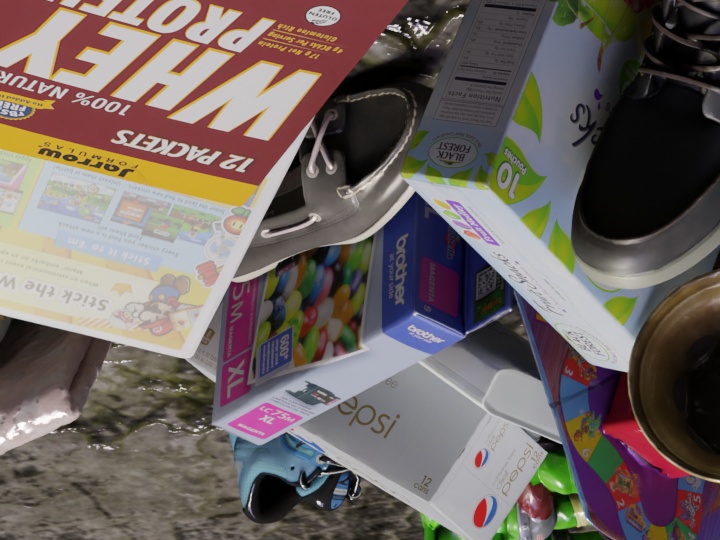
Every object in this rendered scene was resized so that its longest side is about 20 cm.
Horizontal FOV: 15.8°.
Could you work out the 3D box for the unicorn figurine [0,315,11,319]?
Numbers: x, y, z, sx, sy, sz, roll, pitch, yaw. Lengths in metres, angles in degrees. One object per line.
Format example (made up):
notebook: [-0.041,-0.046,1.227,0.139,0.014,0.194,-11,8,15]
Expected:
unicorn figurine: [-0.217,-0.051,1.247,0.074,0.138,0.200,-20,160,17]

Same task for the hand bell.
hand bell: [0.194,0.084,1.245,0.104,0.105,0.200,-6,156,13]

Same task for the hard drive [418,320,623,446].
hard drive: [0.067,0.047,1.358,0.132,0.027,0.200,23,-174,-33]

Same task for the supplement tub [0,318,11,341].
supplement tub: [-0.291,0.016,1.342,0.199,0.132,0.132,-20,145,32]

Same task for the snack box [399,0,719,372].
snack box: [0.106,-0.056,1.176,0.053,0.143,0.200,12,161,37]

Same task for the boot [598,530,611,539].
boot: [0.234,0.112,1.488,0.199,0.131,0.068,2,152,-1]

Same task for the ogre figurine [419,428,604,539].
ogre figurine: [0.092,0.136,1.576,0.119,0.099,0.200,-12,162,1]

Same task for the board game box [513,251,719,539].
board game box: [0.159,0.041,1.285,0.158,0.201,0.039,-20,-177,-40]

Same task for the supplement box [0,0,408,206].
supplement box: [-0.064,-0.165,0.935,0.132,0.201,0.197,13,149,-20]

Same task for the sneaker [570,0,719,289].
sneaker: [0.139,-0.094,1.086,0.075,0.200,0.106,20,155,31]

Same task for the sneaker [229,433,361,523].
sneaker: [-0.003,0.097,1.514,0.078,0.090,0.200,22,145,-31]

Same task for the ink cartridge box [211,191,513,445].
ink cartridge box: [0.000,0.000,1.310,0.042,0.120,0.200,26,144,-33]

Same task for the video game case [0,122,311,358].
video game case: [-0.133,-0.054,1.139,0.199,0.023,0.182,14,124,-22]

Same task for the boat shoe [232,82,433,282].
boat shoe: [-0.036,-0.043,1.290,0.057,0.067,0.200,16,152,-33]

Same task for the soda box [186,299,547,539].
soda box: [0.000,0.072,1.392,0.200,0.064,0.068,27,170,40]

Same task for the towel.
towel: [-0.221,0.071,1.345,0.199,0.191,0.032,-26,106,12]
